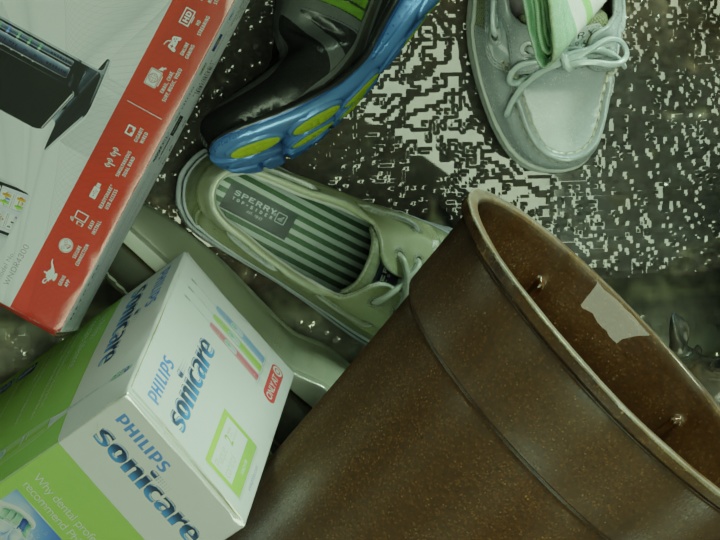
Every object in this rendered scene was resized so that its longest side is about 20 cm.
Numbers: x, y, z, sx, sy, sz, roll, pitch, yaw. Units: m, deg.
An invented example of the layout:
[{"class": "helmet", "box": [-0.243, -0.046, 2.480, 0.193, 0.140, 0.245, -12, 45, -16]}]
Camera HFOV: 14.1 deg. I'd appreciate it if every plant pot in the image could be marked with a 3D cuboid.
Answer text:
[{"class": "plant pot", "box": [0.050, 0.102, 1.317, 0.198, 0.200, 0.200, -44, 107, 13]}]

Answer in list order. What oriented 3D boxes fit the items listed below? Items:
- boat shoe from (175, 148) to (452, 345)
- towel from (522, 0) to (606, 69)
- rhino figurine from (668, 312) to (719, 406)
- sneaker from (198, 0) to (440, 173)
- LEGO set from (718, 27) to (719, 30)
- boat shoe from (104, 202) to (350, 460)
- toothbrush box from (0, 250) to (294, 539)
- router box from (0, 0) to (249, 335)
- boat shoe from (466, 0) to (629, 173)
[{"class": "boat shoe", "box": [0.000, 0.000, 1.434, 0.199, 0.062, 0.072, 23, 94, -16]}, {"class": "towel", "box": [0.115, -0.207, 1.364, 0.023, 0.200, 0.153, 3, 120, 29]}, {"class": "rhino figurine", "box": [0.132, 0.095, 1.420, 0.200, 0.087, 0.060, -48, 140, -2]}, {"class": "sneaker", "box": [-0.017, -0.125, 1.393, 0.083, 0.071, 0.200, 38, 67, -1]}, {"class": "LEGO set", "box": [0.246, -0.163, 1.406, 0.153, 0.200, 0.116, -30, 104, 15]}, {"class": "boat shoe", "box": [-0.071, 0.037, 1.419, 0.201, 0.072, 0.060, 40, 107, -8]}, {"class": "toothbrush box", "box": [-0.140, 0.102, 1.342, 0.200, 0.146, 0.086, -36, 105, 21]}, {"class": "router box", "box": [-0.167, -0.099, 1.356, 0.179, 0.049, 0.201, 28, 93, 4]}, {"class": "boat shoe", "box": [0.096, -0.147, 1.428, 0.074, 0.065, 0.203, 0, 100, -13]}]
